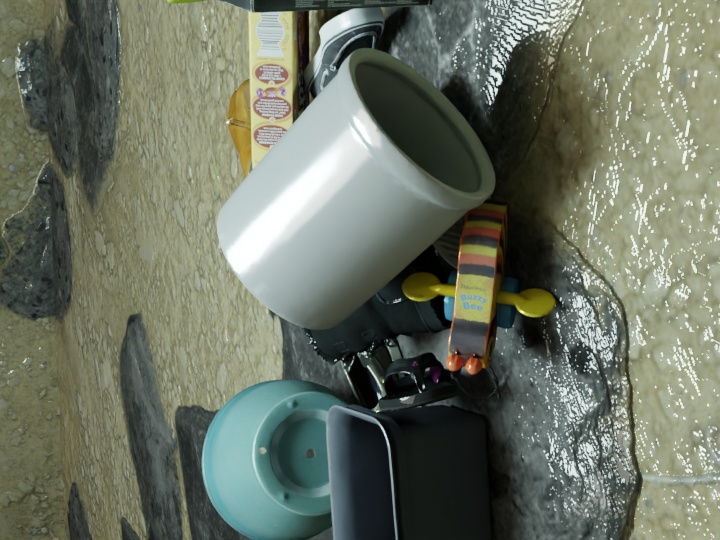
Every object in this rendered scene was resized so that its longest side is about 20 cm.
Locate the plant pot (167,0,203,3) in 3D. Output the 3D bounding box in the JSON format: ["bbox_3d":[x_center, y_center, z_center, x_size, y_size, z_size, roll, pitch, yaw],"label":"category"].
[{"bbox_3d":[-0.132,-0.440,1.233,0.200,0.180,0.200,-21,77,63],"label":"plant pot"}]

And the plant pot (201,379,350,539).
[{"bbox_3d":[-0.074,0.215,1.223,0.188,0.199,0.201,138,121,-70],"label":"plant pot"}]

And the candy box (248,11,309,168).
[{"bbox_3d":[-0.095,-0.232,1.251,0.117,0.056,0.201,-76,-13,-62],"label":"candy box"}]

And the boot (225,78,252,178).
[{"bbox_3d":[-0.142,-0.164,1.462,0.144,0.070,0.203,171,95,-70],"label":"boot"}]

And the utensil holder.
[{"bbox_3d":[-0.008,-0.066,0.940,0.200,0.169,0.171,-44,54,28],"label":"utensil holder"}]

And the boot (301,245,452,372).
[{"bbox_3d":[0.000,-0.001,1.097,0.162,0.073,0.199,-17,101,34],"label":"boot"}]

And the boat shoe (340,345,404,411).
[{"bbox_3d":[0.030,0.157,1.187,0.202,0.060,0.072,67,150,29],"label":"boat shoe"}]

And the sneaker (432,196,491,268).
[{"bbox_3d":[0.080,-0.093,1.040,0.082,0.074,0.201,61,-168,-80],"label":"sneaker"}]

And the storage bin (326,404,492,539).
[{"bbox_3d":[0.051,0.229,1.074,0.145,0.134,0.201,6,101,59],"label":"storage bin"}]

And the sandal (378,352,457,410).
[{"bbox_3d":[0.051,0.107,1.043,0.200,0.075,0.048,54,-158,-89],"label":"sandal"}]

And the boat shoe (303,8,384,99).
[{"bbox_3d":[-0.015,-0.226,1.173,0.200,0.071,0.068,-38,69,67],"label":"boat shoe"}]

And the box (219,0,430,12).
[{"bbox_3d":[-0.058,-0.303,1.097,0.193,0.199,0.048,33,127,58],"label":"box"}]

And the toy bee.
[{"bbox_3d":[0.111,0.043,0.947,0.130,0.109,0.201,-14,106,22],"label":"toy bee"}]
